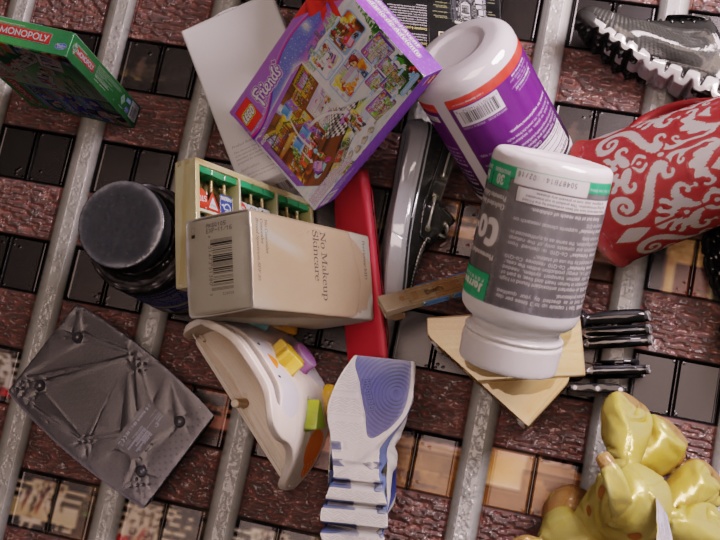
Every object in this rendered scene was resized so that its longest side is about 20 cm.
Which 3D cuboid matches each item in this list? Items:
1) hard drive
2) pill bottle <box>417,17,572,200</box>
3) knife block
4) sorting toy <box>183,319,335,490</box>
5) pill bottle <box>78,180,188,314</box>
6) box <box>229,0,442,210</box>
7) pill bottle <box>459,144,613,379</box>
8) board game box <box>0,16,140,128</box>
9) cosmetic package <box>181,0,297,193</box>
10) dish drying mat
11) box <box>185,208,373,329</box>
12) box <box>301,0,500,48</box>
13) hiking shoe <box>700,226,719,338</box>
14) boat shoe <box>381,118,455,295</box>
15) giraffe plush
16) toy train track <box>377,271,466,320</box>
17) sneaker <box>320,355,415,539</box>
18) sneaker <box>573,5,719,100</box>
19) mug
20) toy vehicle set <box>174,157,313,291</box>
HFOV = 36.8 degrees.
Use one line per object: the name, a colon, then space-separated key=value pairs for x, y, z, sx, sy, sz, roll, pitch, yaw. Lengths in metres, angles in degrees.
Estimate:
hard drive: x=-0.263 y=0.143 z=1.157 sx=0.200 sy=0.042 sz=0.135 roll=36 pitch=86 yaw=13
pill bottle: x=0.139 y=-0.143 z=1.078 sx=0.112 sy=0.200 sz=0.113 roll=-24 pitch=35 yaw=18
knife block: x=0.191 y=0.065 z=1.099 sx=0.200 sy=0.064 sz=0.176 roll=41 pitch=87 yaw=13
sorting toy: x=-0.099 y=0.107 z=1.071 sx=0.107 sy=0.180 sz=0.200 roll=-35 pitch=77 yaw=0
pill bottle: x=-0.209 y=-0.024 z=1.101 sx=0.111 sy=0.200 sz=0.112 roll=-1 pitch=79 yaw=8
box: x=-0.029 y=-0.173 z=1.047 sx=0.137 sy=0.039 sz=0.200 roll=49 pitch=129 yaw=7
pill bottle: x=0.158 y=-0.008 z=1.003 sx=0.113 sy=0.113 sz=0.201 roll=13 pitch=102 yaw=10
board game box: x=-0.331 y=-0.212 z=1.153 sx=0.134 sy=0.200 sz=0.029 roll=15 pitch=80 yaw=10
cosmetic package: x=-0.106 y=-0.185 z=1.180 sx=0.112 sy=0.081 sz=0.201 roll=-21 pitch=76 yaw=3
dish drying mat: x=0.000 y=0.000 z=1.138 sx=0.018 sy=0.077 sz=0.201 roll=0 pitch=77 yaw=-30
box: x=-0.073 y=0.003 z=1.039 sx=0.077 sy=0.200 sz=0.095 roll=-9 pitch=81 yaw=32
box: x=0.041 y=-0.287 z=1.140 sx=0.199 sy=0.086 sz=0.165 roll=3 pitch=74 yaw=-12
hiking shoe: x=0.408 y=0.007 z=1.086 sx=0.100 sy=0.076 sz=0.201 roll=-3 pitch=80 yaw=-10
boat shoe: x=0.066 y=-0.058 z=1.135 sx=0.071 sy=0.072 sz=0.201 roll=11 pitch=89 yaw=-5
giraffe plush: x=0.235 y=0.240 z=1.027 sx=0.173 sy=0.200 sz=0.162 roll=47 pitch=121 yaw=4
toy train track: x=0.114 y=0.020 z=1.113 sx=0.199 sy=0.033 sz=0.115 roll=-14 pitch=45 yaw=-16
sneaker: x=0.002 y=0.186 z=1.078 sx=0.080 sy=0.115 sz=0.200 roll=10 pitch=78 yaw=3
sneaker: x=0.324 y=-0.237 z=1.140 sx=0.200 sy=0.066 sz=0.091 roll=31 pitch=82 yaw=8
mug: x=0.318 y=-0.116 z=1.046 sx=0.199 sy=0.133 sz=0.178 roll=-21 pitch=59 yaw=33
toy vehicle set: x=-0.112 y=-0.029 z=1.091 sx=0.026 sy=0.200 sz=0.125 roll=-10 pitch=76 yaw=30
